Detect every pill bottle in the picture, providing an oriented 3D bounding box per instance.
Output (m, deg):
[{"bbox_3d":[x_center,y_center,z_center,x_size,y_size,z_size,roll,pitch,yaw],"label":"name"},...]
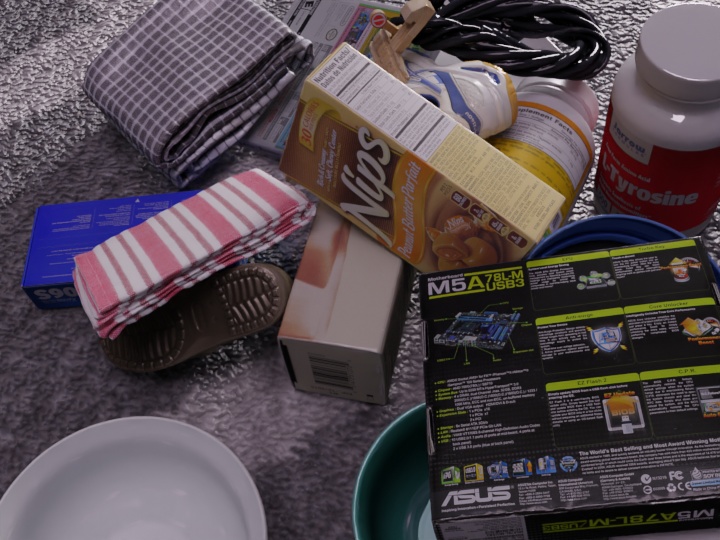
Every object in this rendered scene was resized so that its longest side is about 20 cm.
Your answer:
[{"bbox_3d":[0.263,-0.119,0.756,0.112,0.200,0.112,-3,57,5],"label":"pill bottle"},{"bbox_3d":[0.143,-0.087,0.799,0.111,0.111,0.200,20,56,18],"label":"pill bottle"}]

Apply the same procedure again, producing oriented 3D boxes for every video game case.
[{"bbox_3d":[-0.028,-0.196,0.920,0.182,0.022,0.200,19,70,25],"label":"video game case"}]

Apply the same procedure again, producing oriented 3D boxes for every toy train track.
[{"bbox_3d":[-0.013,-0.158,0.780,0.200,0.033,0.115,-49,30,23],"label":"toy train track"}]

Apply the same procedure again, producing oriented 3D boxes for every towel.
[{"bbox_3d":[-0.166,-0.204,0.907,0.200,0.086,0.166,-45,56,-6],"label":"towel"},{"bbox_3d":[-0.146,-0.023,0.763,0.200,0.030,0.146,-29,28,-13],"label":"towel"}]

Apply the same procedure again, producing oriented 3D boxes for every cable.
[{"bbox_3d":[0.130,-0.220,0.819,0.200,0.051,0.163,24,32,24],"label":"cable"}]

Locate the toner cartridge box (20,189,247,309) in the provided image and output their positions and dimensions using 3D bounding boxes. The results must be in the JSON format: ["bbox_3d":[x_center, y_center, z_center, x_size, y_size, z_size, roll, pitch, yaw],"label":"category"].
[{"bbox_3d":[-0.207,-0.021,0.843,0.200,0.043,0.095,-5,57,4],"label":"toner cartridge box"}]

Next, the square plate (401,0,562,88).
[{"bbox_3d":[0.095,-0.213,0.939,0.200,0.028,0.198,-28,58,-11],"label":"square plate"}]

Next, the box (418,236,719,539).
[{"bbox_3d":[0.140,0.073,0.578,0.200,0.048,0.193,-9,46,9],"label":"box"}]

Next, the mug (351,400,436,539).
[{"bbox_3d":[0.084,0.164,0.639,0.152,0.114,0.185,23,70,20],"label":"mug"}]

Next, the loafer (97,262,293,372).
[{"bbox_3d":[-0.138,0.040,0.772,0.200,0.068,0.076,-12,87,25],"label":"loafer"}]

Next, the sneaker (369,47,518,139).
[{"bbox_3d":[0.037,-0.145,0.778,0.088,0.075,0.200,-34,28,-29],"label":"sneaker"}]

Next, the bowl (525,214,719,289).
[{"bbox_3d":[0.196,0.058,0.696,0.200,0.039,0.201,1,84,-8],"label":"bowl"}]

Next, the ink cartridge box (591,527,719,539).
[{"bbox_3d":[0.194,0.232,0.571,0.084,0.145,0.200,2,58,10],"label":"ink cartridge box"}]

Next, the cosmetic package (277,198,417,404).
[{"bbox_3d":[0.000,0.000,0.770,0.087,0.103,0.200,9,58,11],"label":"cosmetic package"}]

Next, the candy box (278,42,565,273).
[{"bbox_3d":[0.040,-0.067,0.679,0.200,0.115,0.055,35,58,4],"label":"candy box"}]

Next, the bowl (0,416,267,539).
[{"bbox_3d":[-0.163,0.216,0.652,0.201,0.090,0.201,0,56,0],"label":"bowl"}]
